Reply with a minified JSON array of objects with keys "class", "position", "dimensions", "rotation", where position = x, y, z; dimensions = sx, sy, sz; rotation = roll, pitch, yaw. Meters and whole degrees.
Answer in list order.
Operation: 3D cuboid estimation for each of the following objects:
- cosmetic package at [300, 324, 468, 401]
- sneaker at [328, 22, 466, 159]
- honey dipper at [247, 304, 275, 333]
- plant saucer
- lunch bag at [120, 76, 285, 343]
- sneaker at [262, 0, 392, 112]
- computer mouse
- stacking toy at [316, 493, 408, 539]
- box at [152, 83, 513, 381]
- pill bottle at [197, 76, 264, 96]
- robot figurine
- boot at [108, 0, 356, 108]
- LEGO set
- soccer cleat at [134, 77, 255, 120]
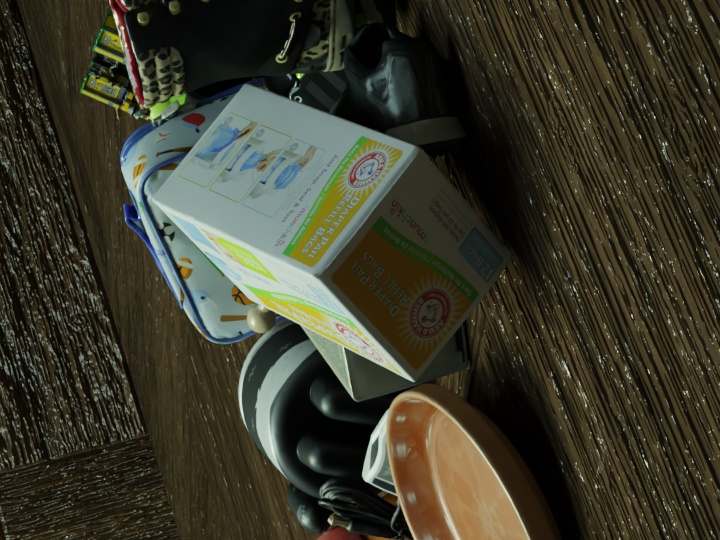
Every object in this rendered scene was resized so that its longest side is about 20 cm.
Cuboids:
[{"class":"cosmetic package","position":[0.000,0.000,1.739],"dimensions":[0.200,0.087,0.104],"rotation":[-129,26,-63]},{"class":"sneaker","position":[0.015,-0.113,1.604],"dimensions":[0.200,0.066,0.091],"rotation":[-179,79,-74]},{"class":"honey dipper","position":[-0.046,-0.034,1.868],"dimensions":[0.038,0.038,0.201],"rotation":[-116,38,-46]},{"class":"plant saucer","position":[0.080,0.164,1.597],"dimensions":[0.200,0.032,0.201],"rotation":[51,154,36]},{"class":"lunch bag","position":[-0.095,-0.047,1.908],"dimensions":[0.076,0.159,0.201],"rotation":[-118,4,-52]},{"class":"sneaker","position":[-0.025,-0.139,1.707],"dimensions":[0.072,0.082,0.201],"rotation":[-116,17,-45]},{"class":"computer mouse","position":[0.041,0.131,1.733],"dimensions":[0.200,0.109,0.044],"rotation":[114,171,-54]},{"class":"stacking toy","position":[-0.026,0.248,1.868],"dimensions":[0.146,0.199,0.147],"rotation":[167,90,-78]},{"class":"box","position":[-0.019,-0.026,1.539],"dimensions":[0.113,0.102,0.200],"rotation":[46,167,-34]},{"class":"pill bottle","position":[-0.110,-0.107,2.078],"dimensions":[0.112,0.111,0.201],"rotation":[-118,19,-50]},{"class":"robot figurine","position":[-0.021,0.103,1.880],"dimensions":[0.125,0.150,0.200],"rotation":[51,174,-17]},{"class":"boot","position":[-0.085,-0.195,1.574],"dimensions":[0.073,0.150,0.201],"rotation":[-117,15,-44]},{"class":"LEGO set","position":[-0.125,-0.179,1.839],"dimensions":[0.200,0.115,0.155],"rotation":[129,164,-69]},{"class":"soccer cleat","position":[-0.091,-0.105,1.968],"dimensions":[0.200,0.081,0.068],"rotation":[38,-153,-19]}]
